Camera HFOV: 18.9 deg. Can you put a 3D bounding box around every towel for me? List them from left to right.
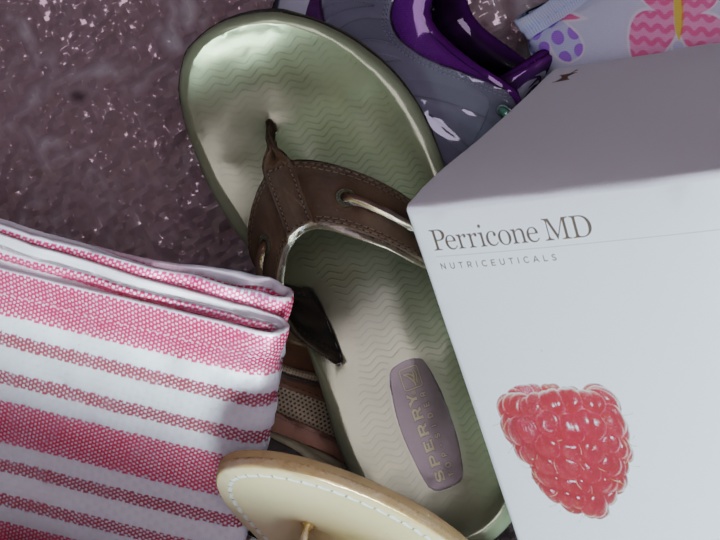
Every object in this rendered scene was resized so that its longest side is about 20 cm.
[{"bbox_3d":[-0.107,0.070,0.755,0.145,0.030,0.201,15,125,2],"label":"towel"}]

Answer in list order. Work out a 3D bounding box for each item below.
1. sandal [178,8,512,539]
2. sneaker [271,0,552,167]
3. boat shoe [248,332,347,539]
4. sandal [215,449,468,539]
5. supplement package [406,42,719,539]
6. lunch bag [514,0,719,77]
[{"bbox_3d":[0.001,0.000,0.734,0.079,0.057,0.202,-27,83,10],"label":"sandal"},{"bbox_3d":[0.042,-0.029,0.780,0.087,0.074,0.201,-24,93,32],"label":"sneaker"},{"bbox_3d":[-0.038,0.052,0.797,0.199,0.076,0.074,33,57,-7],"label":"boat shoe"},{"bbox_3d":[0.017,0.141,0.740,0.077,0.212,0.070,-5,56,34],"label":"sandal"},{"bbox_3d":[0.118,0.038,0.721,0.121,0.120,0.201,-6,113,36],"label":"supplement package"},{"bbox_3d":[0.180,-0.071,0.784,0.199,0.127,0.170,-29,92,8],"label":"lunch bag"}]
